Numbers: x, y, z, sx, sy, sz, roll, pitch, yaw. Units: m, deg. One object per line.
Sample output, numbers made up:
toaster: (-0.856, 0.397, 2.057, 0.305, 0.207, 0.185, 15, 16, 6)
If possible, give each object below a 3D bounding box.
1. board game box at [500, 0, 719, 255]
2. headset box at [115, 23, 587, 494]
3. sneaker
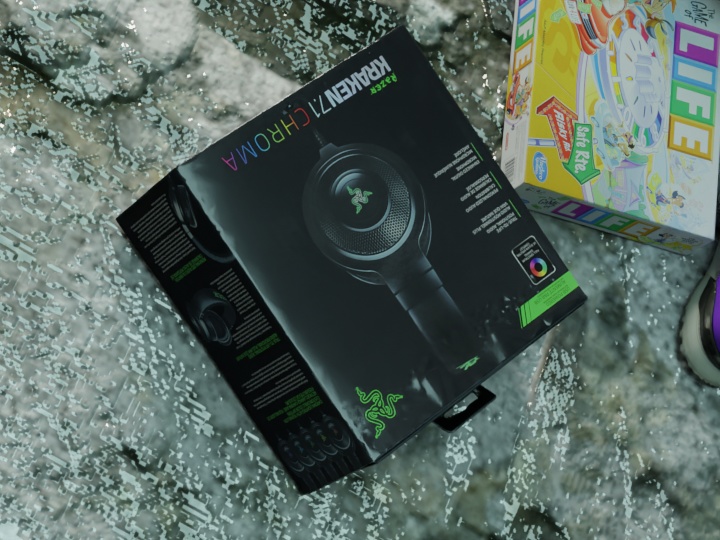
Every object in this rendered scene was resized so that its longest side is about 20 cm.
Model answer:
board game box: (0.157, -0.122, 1.443, 0.134, 0.034, 0.201, 15, 67, -22)
headset box: (0.000, 0.000, 1.290, 0.174, 0.093, 0.200, -34, 91, -30)
sneaker: (0.260, -0.029, 1.425, 0.069, 0.099, 0.201, 24, 65, -20)
